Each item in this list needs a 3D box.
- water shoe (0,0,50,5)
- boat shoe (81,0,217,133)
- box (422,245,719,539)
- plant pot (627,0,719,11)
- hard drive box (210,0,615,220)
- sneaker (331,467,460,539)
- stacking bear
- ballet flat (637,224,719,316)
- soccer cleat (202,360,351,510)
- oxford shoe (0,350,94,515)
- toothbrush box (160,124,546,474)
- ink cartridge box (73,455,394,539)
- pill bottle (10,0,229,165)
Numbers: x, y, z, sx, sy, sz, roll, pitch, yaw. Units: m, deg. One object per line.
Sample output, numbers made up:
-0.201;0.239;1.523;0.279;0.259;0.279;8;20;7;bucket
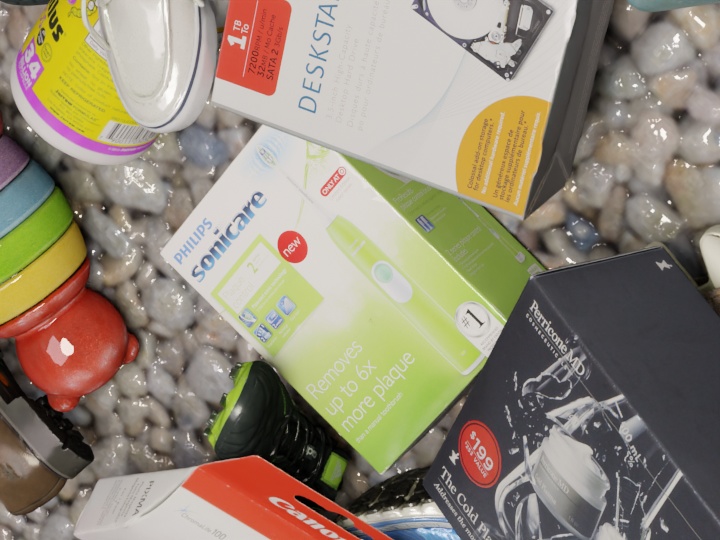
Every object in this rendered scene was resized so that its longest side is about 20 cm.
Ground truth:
-0.168;-0.244;1.498;0.200;0.071;0.079;-38;64;31;water shoe
-0.133;-0.179;1.344;0.074;0.086;0.203;-5;87;30;boat shoe
0.152;0.123;1.341;0.200;0.104;0.183;53;137;30;box
0.212;-0.229;1.232;0.195;0.200;0.197;-5;107;26;plant pot
0.031;-0.139;1.335;0.199;0.077;0.157;20;116;18;hard drive box
0.068;0.176;1.520;0.199;0.079;0.090;-5;104;27;sneaker
-0.229;-0.003;1.581;0.200;0.121;0.114;55;155;-15;stacking bear
0.197;0.012;1.406;0.199;0.068;0.068;-16;95;28;ballet flat
-0.048;0.107;1.505;0.081;0.200;0.068;22;76;10;soccer cleat
-0.273;0.082;1.598;0.084;0.073;0.200;-45;71;8;oxford shoe
0.000;0.000;1.484;0.200;0.086;0.146;46;122;6;toothbrush box
-0.067;0.180;1.517;0.162;0.057;0.200;34;159;-26;ink cartridge box
-0.129;-0.163;1.464;0.104;0.104;0.200;44;127;5;pill bottle
